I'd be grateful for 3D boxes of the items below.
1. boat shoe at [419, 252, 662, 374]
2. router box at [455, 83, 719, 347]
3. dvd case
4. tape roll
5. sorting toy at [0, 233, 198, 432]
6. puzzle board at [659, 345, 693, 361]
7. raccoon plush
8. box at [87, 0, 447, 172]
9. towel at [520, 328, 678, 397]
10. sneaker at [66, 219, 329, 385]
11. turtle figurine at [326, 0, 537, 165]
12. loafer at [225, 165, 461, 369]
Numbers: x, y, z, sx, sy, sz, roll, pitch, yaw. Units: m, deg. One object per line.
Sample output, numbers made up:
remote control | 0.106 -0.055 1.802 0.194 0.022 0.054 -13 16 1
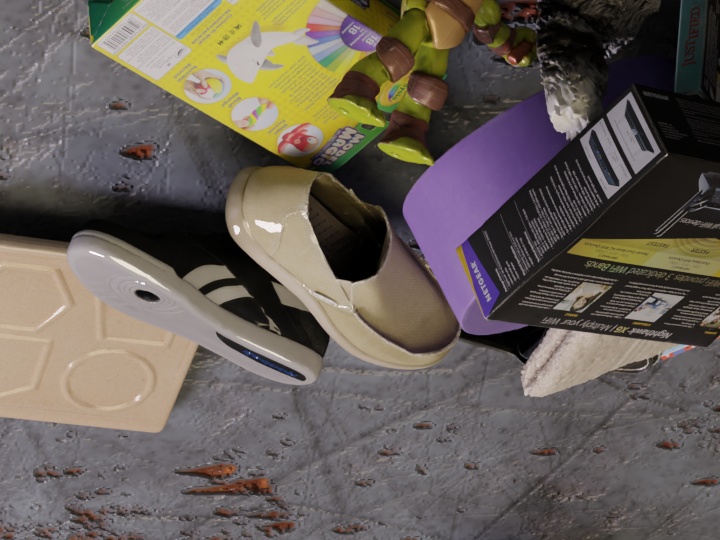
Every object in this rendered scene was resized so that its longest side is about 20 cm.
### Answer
boat shoe | 0.123 0.040 1.812 0.200 0.057 0.069 20 143 -24
router box | 0.179 -0.027 1.508 0.200 0.052 0.157 8 139 -43
dvd case | 0.244 -0.107 1.618 0.022 0.146 0.200 -12 142 29
tape roll | 0.133 -0.045 1.644 0.200 0.085 0.200 -26 165 -8
sorting toy | -0.201 0.039 1.781 0.185 0.037 0.200 7 140 -18
puzzle board | 0.224 -0.012 1.815 0.150 0.017 0.200 -24 136 16
raccoon plush | 0.171 -0.163 1.499 0.134 0.200 0.097 -15 149 16
box | -0.053 -0.139 1.599 0.200 0.048 0.117 31 124 -34
towel | 0.186 0.018 1.716 0.132 0.035 0.200 -18 161 -24
sneaker | -0.096 -0.014 1.688 0.200 0.112 0.073 31 155 -35
turtle figurine | 0.041 -0.154 1.554 0.162 0.064 0.200 -60 147 -10
loafer | 0.000 0.000 1.676 0.200 0.076 0.068 35 151 -33
